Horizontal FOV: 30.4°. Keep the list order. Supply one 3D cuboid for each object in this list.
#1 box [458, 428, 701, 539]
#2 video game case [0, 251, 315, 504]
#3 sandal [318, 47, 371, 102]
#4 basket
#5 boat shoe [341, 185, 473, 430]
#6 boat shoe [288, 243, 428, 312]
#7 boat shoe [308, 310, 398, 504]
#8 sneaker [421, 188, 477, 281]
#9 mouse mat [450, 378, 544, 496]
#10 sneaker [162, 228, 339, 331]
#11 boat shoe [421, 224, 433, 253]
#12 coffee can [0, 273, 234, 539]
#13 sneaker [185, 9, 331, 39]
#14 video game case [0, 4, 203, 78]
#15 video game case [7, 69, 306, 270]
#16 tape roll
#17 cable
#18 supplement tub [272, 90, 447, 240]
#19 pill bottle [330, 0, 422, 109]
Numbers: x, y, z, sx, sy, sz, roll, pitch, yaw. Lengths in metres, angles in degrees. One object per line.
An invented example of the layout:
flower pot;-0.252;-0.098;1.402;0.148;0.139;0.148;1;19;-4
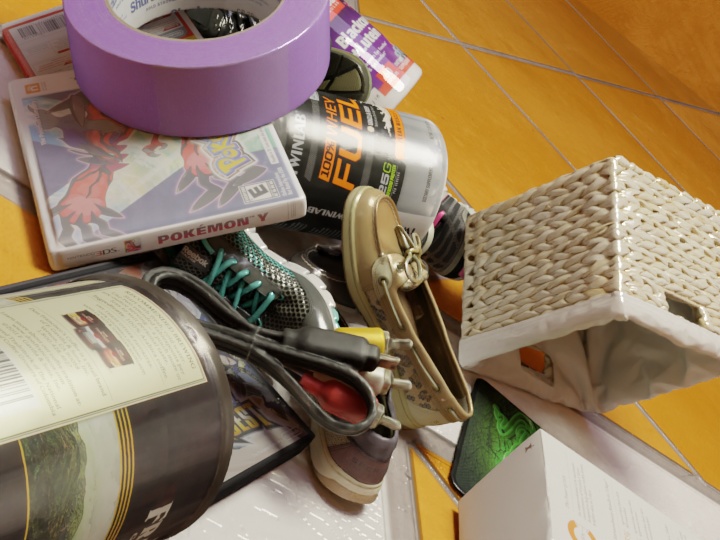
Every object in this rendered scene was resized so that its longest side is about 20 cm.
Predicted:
box;0.178;0.232;0.978;0.200;0.097;0.124;35;27;-17
video game case;-0.137;0.071;0.857;0.181;0.026;0.200;47;24;11
sandal;-0.075;-0.198;1.288;0.201;0.080;0.057;22;24;20
basket;0.221;0.021;1.231;0.198;0.200;0.161;21;59;-37
boat shoe;0.039;0.027;1.042;0.073;0.063;0.200;-37;114;-56
boat shoe;0.000;0.000;1.110;0.067;0.057;0.200;38;9;24
boat shoe;-0.008;0.084;0.985;0.072;0.065;0.200;27;26;-25
sneaker;0.052;-0.066;1.332;0.087;0.074;0.200;17;32;-39
mouse mat;0.149;0.182;1.138;0.161;0.008;0.200;40;23;-5
sneaker;-0.098;0.004;0.974;0.200;0.078;0.091;45;19;29
boat shoe;-0.013;-0.082;1.264;0.200;0.072;0.068;46;29;20
coffee can;-0.175;0.084;0.624;0.146;0.146;0.200;49;25;15
sneaker;-0.134;-0.215;1.207;0.104;0.199;0.060;50;42;-67
video game case;-0.184;-0.151;1.061;0.143;0.017;0.200;-23;58;-20
video game case;-0.154;-0.092;0.976;0.182;0.023;0.200;-13;47;-13
tape roll;-0.123;-0.189;1.014;0.200;0.066;0.200;1;44;-1
cable;-0.059;0.062;0.897;0.200;0.050;0.097;13;53;-6
supplement tub;-0.037;-0.092;1.138;0.200;0.123;0.123;11;35;-23
pill bottle;-0.041;-0.236;1.423;0.200;0.111;0.111;40;23;-5
